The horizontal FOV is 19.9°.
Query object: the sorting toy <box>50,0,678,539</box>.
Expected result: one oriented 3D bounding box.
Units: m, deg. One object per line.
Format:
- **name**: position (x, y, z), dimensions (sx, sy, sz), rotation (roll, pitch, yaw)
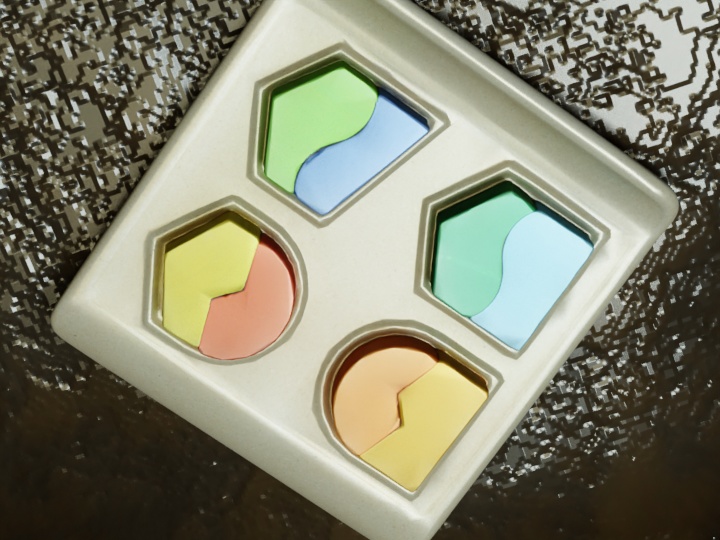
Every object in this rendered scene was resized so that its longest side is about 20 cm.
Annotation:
- **sorting toy**: position (0.000, 0.000, 0.820), dimensions (0.185, 0.037, 0.200), rotation (34, 107, -10)
